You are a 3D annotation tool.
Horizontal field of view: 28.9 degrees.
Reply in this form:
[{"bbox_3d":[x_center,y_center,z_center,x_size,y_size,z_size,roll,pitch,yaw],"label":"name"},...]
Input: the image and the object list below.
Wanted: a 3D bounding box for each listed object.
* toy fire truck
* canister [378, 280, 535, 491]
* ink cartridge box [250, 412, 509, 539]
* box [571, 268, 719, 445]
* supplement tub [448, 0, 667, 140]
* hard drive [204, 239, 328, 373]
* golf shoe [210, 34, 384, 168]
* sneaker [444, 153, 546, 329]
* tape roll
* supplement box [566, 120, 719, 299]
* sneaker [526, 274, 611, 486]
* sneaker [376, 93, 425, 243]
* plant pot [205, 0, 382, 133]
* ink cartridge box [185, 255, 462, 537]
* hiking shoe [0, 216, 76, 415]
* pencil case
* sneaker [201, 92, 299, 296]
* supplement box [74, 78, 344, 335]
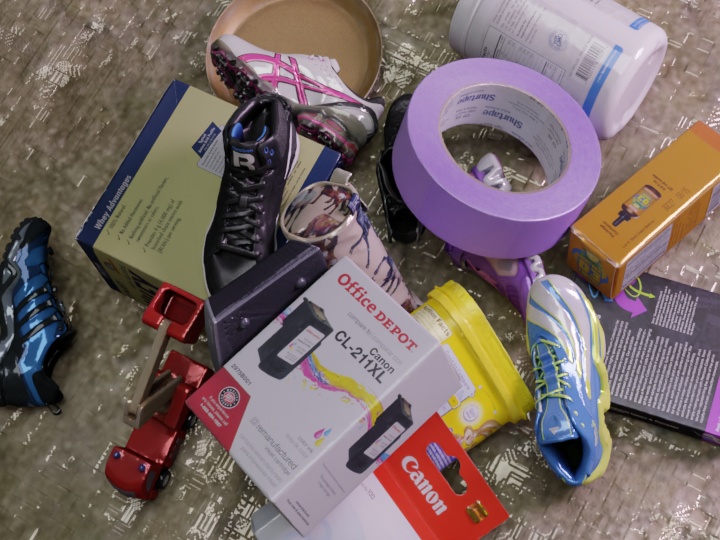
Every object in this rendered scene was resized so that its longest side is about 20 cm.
[{"bbox_3d":[-0.194,0.122,1.345,0.048,0.141,0.202,24,83,14],"label":"toy fire truck"},{"bbox_3d":[0.047,0.127,1.339,0.199,0.087,0.149,-35,106,-6],"label":"canister"},{"bbox_3d":[0.023,0.235,1.285,0.199,0.047,0.161,-35,106,0],"label":"ink cartridge box"},{"bbox_3d":[0.291,0.078,1.383,0.198,0.036,0.144,18,70,11],"label":"box"},{"bbox_3d":[0.207,-0.239,1.464,0.199,0.132,0.132,34,75,18],"label":"supplement tub"},{"bbox_3d":[-0.082,0.064,1.317,0.134,0.201,0.042,-36,57,-19],"label":"hard drive"},{"bbox_3d":[-0.068,-0.194,1.483,0.199,0.073,0.092,35,69,7],"label":"golf shoe"},{"bbox_3d":[0.134,-0.017,1.418,0.088,0.081,0.202,-22,62,2],"label":"sneaker"},{"bbox_3d":[0.133,-0.112,1.377,0.197,0.066,0.202,7,56,-11],"label":"tape roll"},{"bbox_3d":[0.296,-0.062,1.400,0.199,0.069,0.066,-37,62,-22],"label":"supplement box"},{"bbox_3d":[0.194,0.108,1.305,0.075,0.105,0.203,-13,96,17],"label":"sneaker"},{"bbox_3d":[0.048,-0.109,1.443,0.059,0.104,0.203,0,68,6],"label":"sneaker"},{"bbox_3d":[-0.072,-0.234,1.548,0.197,0.028,0.203,-2,68,5],"label":"plant pot"},{"bbox_3d":[-0.032,0.108,1.243,0.200,0.083,0.146,-43,53,-8],"label":"ink cartridge box"},{"bbox_3d":[-0.332,0.046,1.447,0.085,0.074,0.203,7,79,0],"label":"hiking shoe"},{"bbox_3d":[0.000,0.000,1.361,0.089,0.201,0.078,-45,43,-15],"label":"pencil case"},{"bbox_3d":[-0.111,-0.071,1.295,0.072,0.112,0.203,9,70,9],"label":"sneaker"},{"bbox_3d":[-0.143,-0.049,1.423,0.198,0.135,0.202,25,73,14],"label":"supplement box"}]
